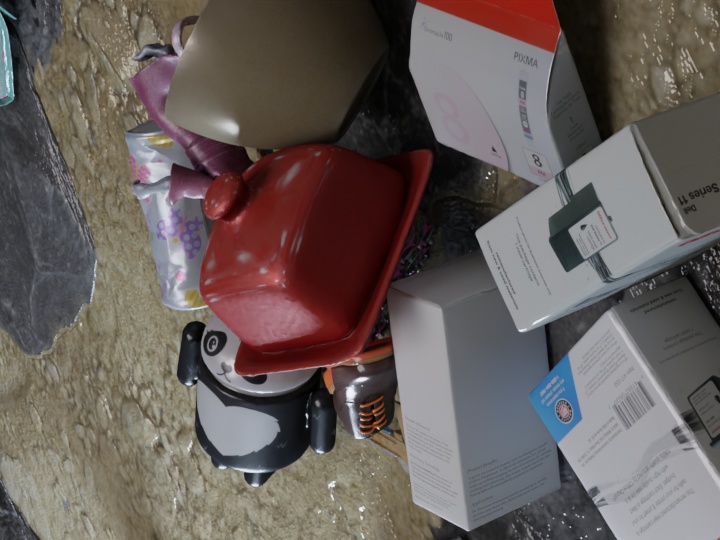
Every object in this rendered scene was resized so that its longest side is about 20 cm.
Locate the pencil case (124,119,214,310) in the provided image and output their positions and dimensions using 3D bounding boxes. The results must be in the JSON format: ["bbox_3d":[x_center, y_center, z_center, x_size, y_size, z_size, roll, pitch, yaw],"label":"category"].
[{"bbox_3d":[-0.181,-0.060,1.830,0.091,0.083,0.201,9,114,57],"label":"pencil case"}]

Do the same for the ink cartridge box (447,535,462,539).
[{"bbox_3d":[0.080,0.367,1.719,0.199,0.040,0.201,-33,80,58],"label":"ink cartridge box"}]

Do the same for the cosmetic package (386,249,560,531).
[{"bbox_3d":[0.095,0.097,1.476,0.085,0.107,0.201,19,122,54],"label":"cosmetic package"}]

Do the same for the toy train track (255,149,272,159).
[{"bbox_3d":[-0.090,-0.149,1.680,0.115,0.032,0.201,23,132,59],"label":"toy train track"}]

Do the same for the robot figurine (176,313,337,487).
[{"bbox_3d":[-0.103,0.119,1.773,0.125,0.149,0.201,-102,16,-49],"label":"robot figurine"}]

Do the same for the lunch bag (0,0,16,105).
[{"bbox_3d":[-0.493,-0.306,2.134,0.171,0.121,0.201,49,149,30],"label":"lunch bag"}]

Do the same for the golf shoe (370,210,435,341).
[{"bbox_3d":[0.000,0.000,1.581,0.092,0.073,0.200,42,142,10],"label":"golf shoe"}]

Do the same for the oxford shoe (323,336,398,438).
[{"bbox_3d":[0.011,0.104,1.555,0.200,0.071,0.073,101,154,-78],"label":"oxford shoe"}]

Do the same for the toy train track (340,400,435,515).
[{"bbox_3d":[0.040,0.156,1.671,0.200,0.032,0.115,23,134,57],"label":"toy train track"}]

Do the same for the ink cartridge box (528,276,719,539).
[{"bbox_3d":[0.230,0.131,1.308,0.201,0.086,0.147,58,147,16],"label":"ink cartridge box"}]

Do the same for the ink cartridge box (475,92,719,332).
[{"bbox_3d":[0.193,-0.044,1.206,0.200,0.146,0.083,-35,77,57],"label":"ink cartridge box"}]

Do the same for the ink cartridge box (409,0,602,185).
[{"bbox_3d":[0.092,-0.160,1.328,0.162,0.057,0.200,29,156,47],"label":"ink cartridge box"}]

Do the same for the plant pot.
[{"bbox_3d":[-0.055,-0.179,1.495,0.134,0.201,0.201,30,140,4],"label":"plant pot"}]

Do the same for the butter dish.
[{"bbox_3d":[-0.063,-0.030,1.467,0.147,0.201,0.199,32,156,-27],"label":"butter dish"}]

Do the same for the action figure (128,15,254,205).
[{"bbox_3d":[-0.128,-0.116,1.642,0.149,0.134,0.201,-36,78,40],"label":"action figure"}]
